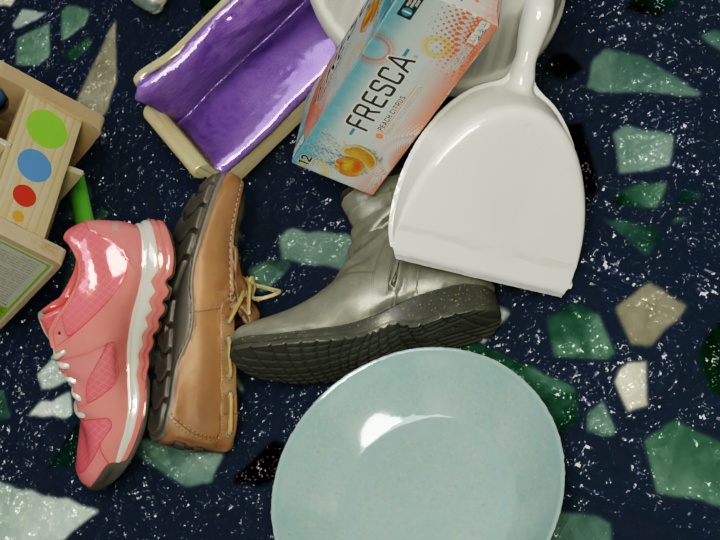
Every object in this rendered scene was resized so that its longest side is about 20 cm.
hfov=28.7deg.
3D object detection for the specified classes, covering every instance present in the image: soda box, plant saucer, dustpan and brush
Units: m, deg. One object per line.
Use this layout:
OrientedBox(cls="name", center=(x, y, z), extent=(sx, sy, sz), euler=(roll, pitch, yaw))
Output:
OrientedBox(cls="soda box", center=(0.022, -0.136, 0.932), extent=(0.068, 0.200, 0.064), euler=(21, 53, -14))
OrientedBox(cls="plant saucer", center=(0.040, 0.147, 0.924), extent=(0.198, 0.039, 0.203), euler=(-10, 56, 15))
OrientedBox(cls="dustpan and brush", center=(0.103, -0.097, 0.944), extent=(0.138, 0.057, 0.203), euler=(12, 106, -14))

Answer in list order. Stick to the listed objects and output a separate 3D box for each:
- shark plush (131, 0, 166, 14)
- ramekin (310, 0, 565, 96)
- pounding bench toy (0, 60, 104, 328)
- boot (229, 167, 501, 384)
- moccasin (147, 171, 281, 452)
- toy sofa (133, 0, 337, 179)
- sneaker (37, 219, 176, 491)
OrientedBox(cls="shark plush", center=(-0.235, -0.287, 1.211), extent=(0.198, 0.091, 0.084), euler=(22, 109, 24))
OrientedBox(cls="ramekin", center=(0.061, -0.234, 1.000), extent=(0.199, 0.094, 0.205), euler=(3, 69, -8))
OrientedBox(cls="pounding bench toy", center=(-0.256, -0.053, 1.083), extent=(0.124, 0.198, 0.158), euler=(-36, 34, 46))
OrientedBox(cls="boot", center=(0.000, 0.000, 0.999), extent=(0.197, 0.068, 0.132), euler=(-13, 60, 5))
OrientedBox(cls="moccasin", center=(-0.104, 0.029, 1.024), extent=(0.073, 0.077, 0.205), euler=(151, 125, -60))
OrientedBox(cls="toy sofa", center=(-0.070, -0.159, 1.070), extent=(0.200, 0.098, 0.083), euler=(-43, 60, 1))
OrientedBox(cls="sneaker", center=(-0.194, 0.057, 1.013), extent=(0.074, 0.086, 0.203), euler=(-152, 72, -67))
